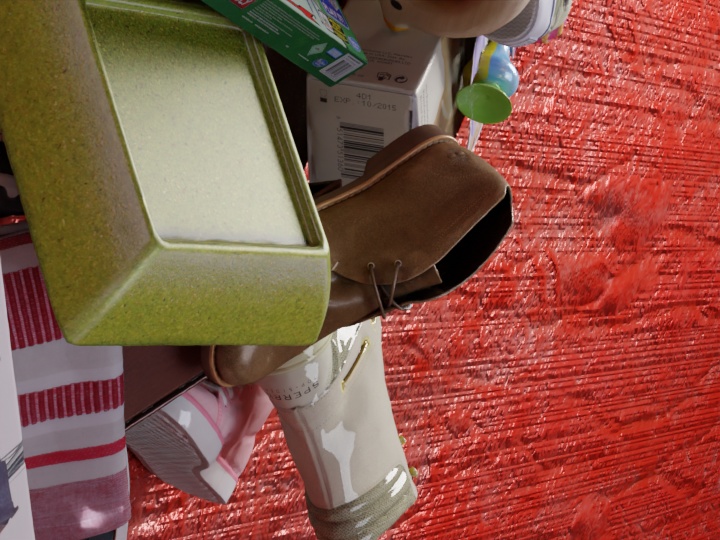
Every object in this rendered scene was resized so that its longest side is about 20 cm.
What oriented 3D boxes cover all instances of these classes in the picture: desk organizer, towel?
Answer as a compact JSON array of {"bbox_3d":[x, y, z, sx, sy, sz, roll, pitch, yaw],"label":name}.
[{"bbox_3d":[-0.101,0.010,1.376,0.200,0.072,0.077,-33,140,-30],"label":"desk organizer"},{"bbox_3d":[-0.188,0.067,1.270,0.144,0.023,0.200,-13,128,-19],"label":"towel"}]

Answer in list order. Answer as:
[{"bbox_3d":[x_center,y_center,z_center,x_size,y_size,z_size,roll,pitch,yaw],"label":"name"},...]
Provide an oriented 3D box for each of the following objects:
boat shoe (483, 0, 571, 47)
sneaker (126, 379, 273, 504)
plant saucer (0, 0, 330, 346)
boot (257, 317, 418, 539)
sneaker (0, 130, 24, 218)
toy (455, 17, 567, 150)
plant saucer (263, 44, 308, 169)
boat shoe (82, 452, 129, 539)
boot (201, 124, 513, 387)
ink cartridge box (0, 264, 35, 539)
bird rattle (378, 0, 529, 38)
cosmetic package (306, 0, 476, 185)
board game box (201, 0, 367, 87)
[{"bbox_3d":[0.097,-0.234,1.491,0.062,0.072,0.201,-20,118,-61],"label":"boat shoe"},{"bbox_3d":[-0.094,0.067,1.492,0.105,0.075,0.200,-64,167,-13],"label":"sneaker"},{"bbox_3d":[-0.093,-0.063,1.259,0.200,0.048,0.200,3,65,-54],"label":"plant saucer"},{"bbox_3d":[-0.008,0.063,1.510,0.200,0.072,0.155,-64,138,-61],"label":"boot"},{"bbox_3d":[-0.170,-0.070,1.276,0.200,0.072,0.083,-14,96,-63],"label":"sneaker"},{"bbox_3d":[0.108,-0.173,1.598,0.115,0.047,0.200,91,17,-53],"label":"toy"},{"bbox_3d":[-0.085,-0.086,1.456,0.200,0.037,0.201,-47,147,-44],"label":"plant saucer"},{"bbox_3d":[-0.166,0.145,1.417,0.060,0.076,0.201,-7,103,-22],"label":"boat shoe"},{"bbox_3d":[0.000,0.000,1.364,0.200,0.075,0.074,-40,142,-20],"label":"boot"},{"bbox_3d":[-0.231,0.069,1.124,0.084,0.144,0.200,-46,147,-43],"label":"ink cartridge box"},{"bbox_3d":[0.050,-0.214,1.445,0.113,0.200,0.163,-48,124,-49],"label":"bird rattle"},{"bbox_3d":[0.030,-0.131,1.568,0.200,0.071,0.105,-65,160,-46],"label":"cosmetic package"},{"bbox_3d":[-0.070,-0.182,1.315,0.029,0.135,0.200,-30,160,14],"label":"board game box"}]
